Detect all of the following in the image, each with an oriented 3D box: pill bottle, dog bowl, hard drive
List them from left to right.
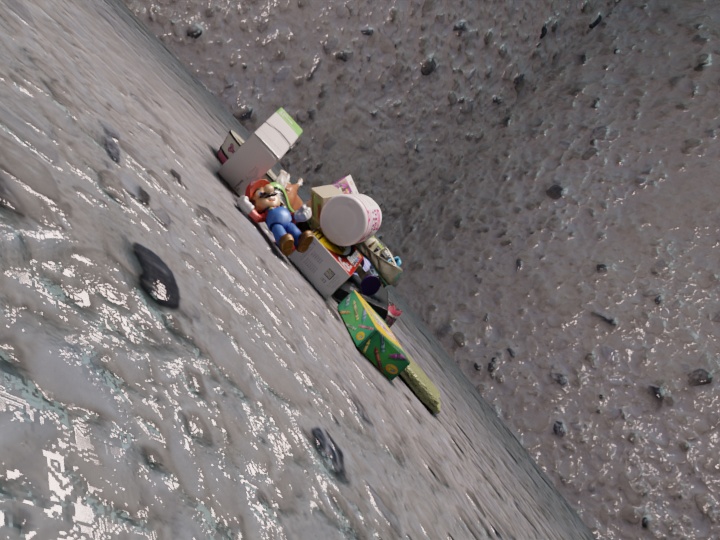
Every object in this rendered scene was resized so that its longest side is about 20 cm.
[{"bbox_3d":[-0.303,-0.277,1.647,0.201,0.074,0.200,48,5,-5],"label":"dog bowl"},{"bbox_3d":[-0.015,-0.122,1.439,0.114,0.113,0.200,47,15,4],"label":"pill bottle"},{"bbox_3d":[0.005,0.059,1.555,0.137,0.033,0.200,24,13,-3],"label":"hard drive"}]

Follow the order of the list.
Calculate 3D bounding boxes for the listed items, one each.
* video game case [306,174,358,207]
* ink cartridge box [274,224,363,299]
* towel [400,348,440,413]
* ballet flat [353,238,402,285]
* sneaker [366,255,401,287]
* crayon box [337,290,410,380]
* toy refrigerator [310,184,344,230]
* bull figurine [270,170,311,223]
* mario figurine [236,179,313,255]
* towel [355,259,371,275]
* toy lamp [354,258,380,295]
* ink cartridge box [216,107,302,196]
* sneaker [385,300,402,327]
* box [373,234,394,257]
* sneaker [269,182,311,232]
[{"bbox_3d":[-0.050,-0.149,1.713,0.200,0.035,0.184,-40,109,-49],"label":"video game case"},{"bbox_3d":[-0.091,-0.047,1.423,0.176,0.084,0.200,47,15,-4],"label":"ink cartridge box"},{"bbox_3d":[0.124,0.250,1.472,0.201,0.036,0.148,49,5,4],"label":"towel"},{"bbox_3d":[0.035,-0.042,1.537,0.200,0.064,0.067,47,4,33],"label":"ballet flat"},{"bbox_3d":[0.050,0.020,1.724,0.074,0.081,0.201,55,40,-21],"label":"sneaker"},{"bbox_3d":[0.025,0.136,1.331,0.119,0.058,0.200,46,5,-26],"label":"crayon box"},{"bbox_3d":[-0.087,-0.107,1.569,0.076,0.069,0.204,42,-43,50],"label":"toy refrigerator"},{"bbox_3d":[-0.183,-0.185,1.615,0.122,0.064,0.203,-65,147,-48],"label":"bull figurine"},{"bbox_3d":[-0.181,-0.130,1.302,0.200,0.106,0.123,48,7,29],"label":"mario figurine"},{"bbox_3d":[-0.044,-0.039,1.728,0.198,0.024,0.147,-13,72,-53],"label":"towel"},{"bbox_3d":[0.000,0.000,1.576,0.058,0.058,0.200,45,3,-28],"label":"toy lamp"},{"bbox_3d":[-0.234,-0.282,1.448,0.084,0.145,0.201,45,29,-14],"label":"ink cartridge box"},{"bbox_3d":[0.044,0.121,1.649,0.080,0.076,0.199,37,10,34],"label":"sneaker"},{"bbox_3d":[-0.009,-0.045,1.887,0.200,0.193,0.048,48,40,-3],"label":"box"},{"bbox_3d":[-0.191,-0.123,1.538,0.201,0.075,0.085,53,35,-30],"label":"sneaker"}]
